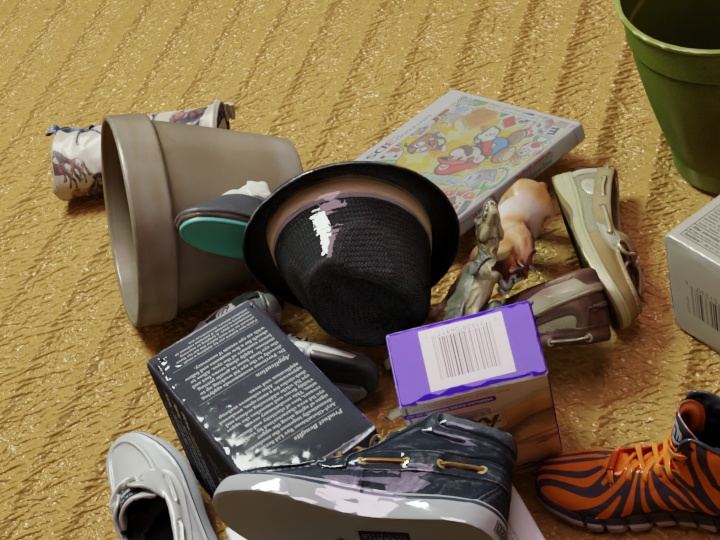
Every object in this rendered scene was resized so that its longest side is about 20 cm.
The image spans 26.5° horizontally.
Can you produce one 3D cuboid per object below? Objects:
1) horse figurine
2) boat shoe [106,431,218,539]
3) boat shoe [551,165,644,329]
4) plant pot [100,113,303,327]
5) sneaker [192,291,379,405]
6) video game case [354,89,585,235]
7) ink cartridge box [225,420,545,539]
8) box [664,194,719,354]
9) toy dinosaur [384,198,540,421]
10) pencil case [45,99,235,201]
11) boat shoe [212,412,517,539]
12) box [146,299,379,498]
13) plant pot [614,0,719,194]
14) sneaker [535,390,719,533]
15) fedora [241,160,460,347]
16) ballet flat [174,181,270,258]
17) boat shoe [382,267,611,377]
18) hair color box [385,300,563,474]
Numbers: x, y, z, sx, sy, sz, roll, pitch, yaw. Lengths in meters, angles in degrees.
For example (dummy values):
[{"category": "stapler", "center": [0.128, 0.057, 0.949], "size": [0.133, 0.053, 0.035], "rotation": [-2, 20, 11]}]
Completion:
[{"category": "horse figurine", "center": [0.128, -0.027, 1.346], "size": [0.050, 0.133, 0.200], "rotation": [39, 40, -2]}, {"category": "boat shoe", "center": [-0.167, 0.192, 1.233], "size": [0.074, 0.065, 0.200], "rotation": [-50, 44, 5]}, {"category": "boat shoe", "center": [0.221, -0.027, 1.357], "size": [0.063, 0.073, 0.201], "rotation": [-18, 34, 5]}, {"category": "plant pot", "center": [-0.145, -0.057, 1.444], "size": [0.173, 0.201, 0.200], "rotation": [-8, 39, -16]}, {"category": "sneaker", "center": [-0.069, 0.060, 1.357], "size": [0.199, 0.075, 0.116], "rotation": [0, 41, 20]}, {"category": "video game case", "center": [0.090, -0.108, 1.497], "size": [0.182, 0.023, 0.200], "rotation": [-37, 34, -22]}, {"category": "ink cartridge box", "center": [0.030, 0.233, 1.076], "size": [0.199, 0.145, 0.145], "rotation": [-22, 41, -6]}, {"category": "box", "center": [0.368, -0.016, 1.264], "size": [0.200, 0.109, 0.128], "rotation": [-34, 43, -19]}, {"category": "toy dinosaur", "center": [0.089, 0.046, 1.228], "size": [0.088, 0.047, 0.201], "rotation": [30, 96, 57]}, {"category": "pencil case", "center": [-0.229, -0.129, 1.613], "size": [0.199, 0.078, 0.090], "rotation": [-8, 56, 10]}, {"category": "boat shoe", "center": [0.006, 0.144, 1.026], "size": [0.199, 0.071, 0.091], "rotation": [4, 43, 15]}, {"category": "box", "center": [-0.065, 0.145, 1.205], "size": [0.104, 0.148, 0.200], "rotation": [-31, 44, -17]}, {"category": "plant pot", "center": [0.342, -0.180, 1.389], "size": [0.199, 0.193, 0.201], "rotation": [-10, 42, 9]}, {"category": "sneaker", "center": [0.224, 0.137, 1.141], "size": [0.199, 0.112, 0.078], "rotation": [0, 43, 20]}, {"category": "fedora", "center": [0.000, 0.000, 1.296], "size": [0.200, 0.201, 0.092], "rotation": [-16, 49, 0]}, {"category": "ballet flat", "center": [-0.077, -0.039, 1.358], "size": [0.199, 0.073, 0.073], "rotation": [17, 28, -32]}, {"category": "boat shoe", "center": [0.115, 0.066, 1.287], "size": [0.202, 0.075, 0.075], "rotation": [-22, -5, 23]}, {"category": "hair color box", "center": [0.091, 0.100, 1.156], "size": [0.109, 0.200, 0.065], "rotation": [-14, 65, 5]}]
